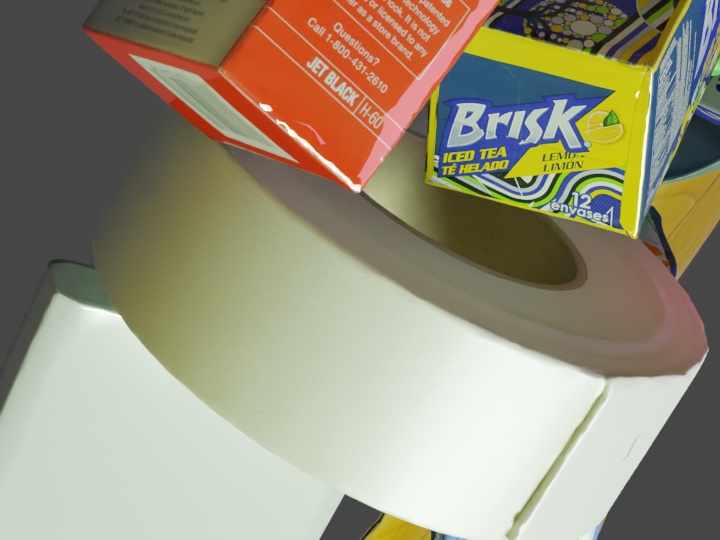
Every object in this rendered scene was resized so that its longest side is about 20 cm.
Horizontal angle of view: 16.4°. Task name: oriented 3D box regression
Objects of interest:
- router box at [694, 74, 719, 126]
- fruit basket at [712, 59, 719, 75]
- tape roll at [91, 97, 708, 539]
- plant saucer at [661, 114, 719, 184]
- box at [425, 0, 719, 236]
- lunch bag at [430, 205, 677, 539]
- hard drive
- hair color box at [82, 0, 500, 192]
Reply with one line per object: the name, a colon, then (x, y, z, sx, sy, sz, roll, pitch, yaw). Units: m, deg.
router box: (0.183, -0.155, 1.118, 0.049, 0.200, 0.180, 28, 93, -38)
fruit basket: (0.148, -0.186, 1.034, 0.185, 0.093, 0.200, 102, -1, -51)
tape roll: (0.014, 0.004, 0.835, 0.071, 0.202, 0.202, -59, 168, 19)
plant saucer: (0.166, -0.128, 1.182, 0.027, 0.200, 0.200, 29, 97, -37)
box: (0.086, -0.099, 0.804, 0.200, 0.070, 0.064, -58, 158, -48)
lunch bag: (0.067, 0.039, 1.025, 0.200, 0.075, 0.161, -91, -163, -71)
hard drive: (-0.084, 0.094, 0.900, 0.200, 0.132, 0.026, -62, -155, 29)
hair color box: (0.016, -0.125, 0.718, 0.200, 0.061, 0.101, -54, -150, -7)
